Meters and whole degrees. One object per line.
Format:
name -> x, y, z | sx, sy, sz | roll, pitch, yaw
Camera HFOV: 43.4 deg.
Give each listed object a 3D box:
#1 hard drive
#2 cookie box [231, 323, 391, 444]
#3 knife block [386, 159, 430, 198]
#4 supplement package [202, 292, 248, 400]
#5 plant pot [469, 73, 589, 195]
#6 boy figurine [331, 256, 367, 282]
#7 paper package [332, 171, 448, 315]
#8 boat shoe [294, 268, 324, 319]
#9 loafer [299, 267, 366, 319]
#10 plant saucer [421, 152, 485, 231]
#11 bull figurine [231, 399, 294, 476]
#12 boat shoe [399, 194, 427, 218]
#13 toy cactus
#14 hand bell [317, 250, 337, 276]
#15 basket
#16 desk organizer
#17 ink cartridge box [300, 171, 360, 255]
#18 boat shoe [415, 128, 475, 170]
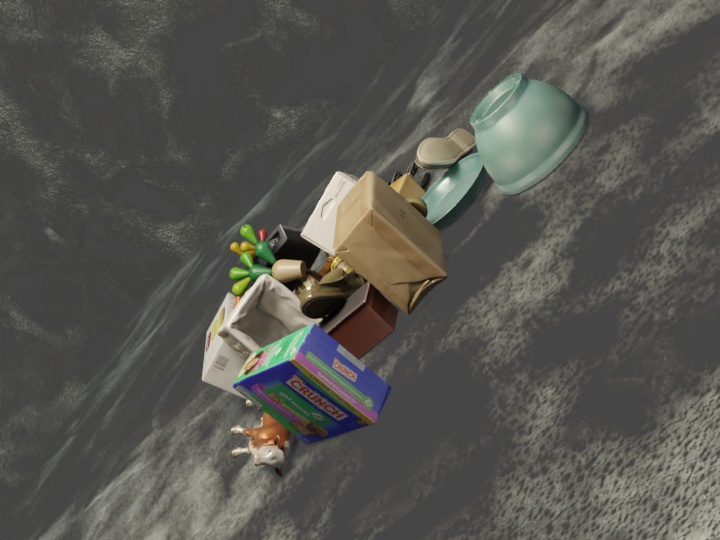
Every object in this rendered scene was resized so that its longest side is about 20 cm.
hard drive -> -0.174, -0.002, 1.927 | 0.201, 0.134, 0.043 | -51, 49, 24
cookie box -> -0.079, 0.182, 1.415 | 0.199, 0.171, 0.076 | -28, 27, 49
knife block -> 0.098, -0.159, 1.925 | 0.176, 0.064, 0.200 | -49, 16, -1
supplement package -> -0.254, 0.154, 1.881 | 0.115, 0.108, 0.201 | -59, 18, 18
plant pot -> 0.273, -0.250, 1.557 | 0.200, 0.134, 0.201 | -44, 17, 17
boy figurine -> 0.000, 0.000, 1.820 | 0.125, 0.064, 0.200 | -52, 20, -7
paper package -> 0.052, -0.052, 1.571 | 0.104, 0.190, 0.201 | -46, 15, 18
boat shoe -> -0.070, 0.073, 1.773 | 0.076, 0.074, 0.202 | -62, 36, 12
loafer -> -0.053, 0.038, 1.637 | 0.076, 0.068, 0.199 | -39, -17, 24
plant saucer -> 0.174, -0.139, 1.734 | 0.200, 0.036, 0.201 | -44, 16, 16
bull figurine -> -0.155, 0.274, 1.556 | 0.120, 0.066, 0.201 | -1, 31, 23
boat shoe -> 0.063, -0.107, 1.746 | 0.199, 0.073, 0.063 | -22, 32, 51
toy cactus -> -0.184, 0.007, 1.813 | 0.162, 0.204, 0.102 | -5, -1, 21
hand bell -> -0.069, -0.012, 1.934 | 0.104, 0.104, 0.201 | -28, 23, 49
basket -> -0.160, 0.126, 1.718 | 0.136, 0.199, 0.123 | -54, 11, -23
desk organizer -> -0.029, 0.116, 1.600 | 0.199, 0.077, 0.072 | -40, 17, 27
ink cartridge box -> -0.033, -0.113, 1.814 | 0.146, 0.084, 0.200 | -60, -5, 7
boat shoe -> 0.167, -0.234, 1.836 | 0.199, 0.072, 0.060 | -32, -18, -50
